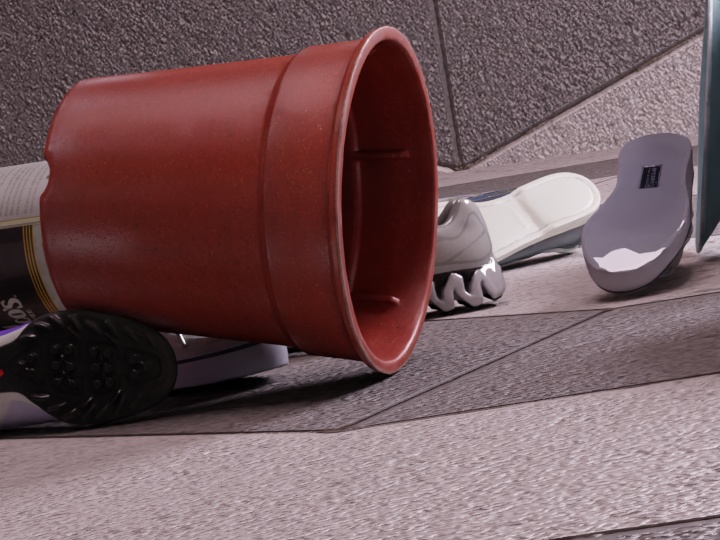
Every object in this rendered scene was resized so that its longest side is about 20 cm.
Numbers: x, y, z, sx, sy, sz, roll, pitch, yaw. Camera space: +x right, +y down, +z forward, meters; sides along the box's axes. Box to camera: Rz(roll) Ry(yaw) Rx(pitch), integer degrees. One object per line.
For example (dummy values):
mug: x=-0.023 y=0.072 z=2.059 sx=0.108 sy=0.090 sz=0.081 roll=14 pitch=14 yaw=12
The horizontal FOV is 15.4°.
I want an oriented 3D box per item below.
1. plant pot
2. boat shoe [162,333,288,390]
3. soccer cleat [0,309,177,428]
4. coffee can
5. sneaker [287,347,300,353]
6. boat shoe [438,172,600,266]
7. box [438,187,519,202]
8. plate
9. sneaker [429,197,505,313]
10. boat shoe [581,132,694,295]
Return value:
plant pot: x=-0.074 y=-0.041 z=1.571 sx=0.194 sy=0.202 sz=0.201 roll=0 pitch=7 yaw=17
boat shoe: x=-0.117 y=0.029 z=1.688 sx=0.074 sy=0.087 sz=0.202 roll=-13 pitch=5 yaw=-32
soccer cleat: x=-0.191 y=0.062 z=1.591 sx=0.199 sy=0.069 sz=0.073 roll=-9 pitch=-3 yaw=24
coffee can: x=-0.230 y=-0.026 z=2.235 sx=0.199 sy=0.147 sz=0.146 roll=-7 pitch=5 yaw=26
sneaker: x=-0.078 y=0.010 z=1.761 sx=0.199 sy=0.083 sz=0.072 roll=-16 pitch=43 yaw=18
boat shoe: x=0.102 y=-0.020 z=2.144 sx=0.199 sy=0.073 sz=0.062 roll=-18 pitch=-36 yaw=-19
box: x=0.058 y=-0.042 z=2.515 sx=0.136 sy=0.038 sz=0.200 roll=-6 pitch=6 yaw=40
plate: x=0.264 y=-0.113 z=1.972 sx=0.025 sy=0.201 sz=0.200 roll=3 pitch=6 yaw=7
sneaker: x=0.000 y=0.000 z=1.857 sx=0.199 sy=0.082 sz=0.075 roll=-12 pitch=7 yaw=-15
boat shoe: x=0.201 y=-0.026 z=1.838 sx=0.073 sy=0.066 sz=0.200 roll=0 pitch=28 yaw=21
